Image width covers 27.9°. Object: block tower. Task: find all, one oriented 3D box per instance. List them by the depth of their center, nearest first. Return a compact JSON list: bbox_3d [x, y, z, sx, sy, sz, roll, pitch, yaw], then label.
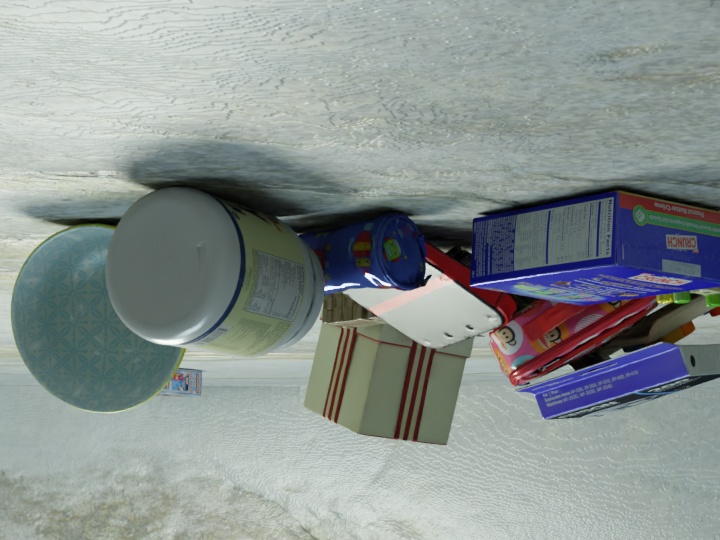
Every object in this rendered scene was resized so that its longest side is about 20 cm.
[{"bbox_3d":[0.028,0.039,1.876,0.054,0.059,0.199,10,169,-40],"label":"block tower"}]

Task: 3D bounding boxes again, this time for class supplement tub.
[{"bbox_3d":[-0.134,0.007,1.391,0.144,0.147,0.200,-3,170,27],"label":"supplement tub"}]

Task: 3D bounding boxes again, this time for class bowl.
[{"bbox_3d":[-0.265,0.042,1.567,0.198,0.203,0.108,-1,-170,12],"label":"bowl"}]

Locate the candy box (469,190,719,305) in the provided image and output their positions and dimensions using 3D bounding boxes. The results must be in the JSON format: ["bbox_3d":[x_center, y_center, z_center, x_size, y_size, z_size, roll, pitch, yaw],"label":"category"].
[{"bbox_3d":[0.233,-0.018,1.412,0.168,0.078,0.199,9,169,-38],"label":"candy box"}]

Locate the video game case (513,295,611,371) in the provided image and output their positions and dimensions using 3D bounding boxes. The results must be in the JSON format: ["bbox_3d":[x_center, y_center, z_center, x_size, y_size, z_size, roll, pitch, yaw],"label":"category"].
[{"bbox_3d":[0.241,0.075,1.826,0.180,0.026,0.200,42,-171,24],"label":"video game case"}]

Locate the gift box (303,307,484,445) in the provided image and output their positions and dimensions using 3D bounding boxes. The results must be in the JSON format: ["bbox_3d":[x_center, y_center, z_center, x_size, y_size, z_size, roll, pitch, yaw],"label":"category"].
[{"bbox_3d":[0.053,0.132,2.026,0.183,0.189,0.199,10,-177,-38],"label":"gift box"}]

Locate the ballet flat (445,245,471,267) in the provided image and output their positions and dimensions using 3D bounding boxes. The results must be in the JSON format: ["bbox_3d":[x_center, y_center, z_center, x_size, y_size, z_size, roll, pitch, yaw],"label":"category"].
[{"bbox_3d":[0.170,-0.004,1.649,0.198,0.047,0.067,0,163,-27],"label":"ballet flat"}]

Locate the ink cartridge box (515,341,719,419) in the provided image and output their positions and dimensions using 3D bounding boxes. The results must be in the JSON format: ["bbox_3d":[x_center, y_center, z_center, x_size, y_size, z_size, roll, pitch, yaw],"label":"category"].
[{"bbox_3d":[0.312,0.131,1.694,0.197,0.044,0.199,-23,163,33],"label":"ink cartridge box"}]

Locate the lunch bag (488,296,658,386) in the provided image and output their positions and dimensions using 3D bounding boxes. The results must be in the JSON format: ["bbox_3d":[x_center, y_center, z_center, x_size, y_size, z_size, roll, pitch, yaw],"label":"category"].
[{"bbox_3d":[0.240,0.051,1.621,0.199,0.082,0.176,-30,169,0],"label":"lunch bag"}]

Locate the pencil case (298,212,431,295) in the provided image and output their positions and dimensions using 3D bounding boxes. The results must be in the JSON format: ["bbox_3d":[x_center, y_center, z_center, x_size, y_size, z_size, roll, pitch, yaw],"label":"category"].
[{"bbox_3d":[-0.016,-0.010,1.493,0.086,0.079,0.199,-10,-179,-45],"label":"pencil case"}]

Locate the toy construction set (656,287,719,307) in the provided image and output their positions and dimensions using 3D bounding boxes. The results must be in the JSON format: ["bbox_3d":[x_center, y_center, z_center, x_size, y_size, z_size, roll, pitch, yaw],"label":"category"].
[{"bbox_3d":[0.378,-0.005,1.466,0.130,0.093,0.200,3,-178,-24],"label":"toy construction set"}]

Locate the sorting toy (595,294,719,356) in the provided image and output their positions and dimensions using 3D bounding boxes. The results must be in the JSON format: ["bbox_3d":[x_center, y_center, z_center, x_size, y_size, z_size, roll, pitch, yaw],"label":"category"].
[{"bbox_3d":[0.388,0.052,1.724,0.184,0.037,0.200,-27,176,-14],"label":"sorting toy"}]

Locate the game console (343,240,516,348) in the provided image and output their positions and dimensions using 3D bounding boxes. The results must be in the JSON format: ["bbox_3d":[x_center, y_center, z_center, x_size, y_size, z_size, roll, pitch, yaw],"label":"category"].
[{"bbox_3d":[0.062,0.020,1.600,0.176,0.031,0.200,35,155,-14],"label":"game console"}]

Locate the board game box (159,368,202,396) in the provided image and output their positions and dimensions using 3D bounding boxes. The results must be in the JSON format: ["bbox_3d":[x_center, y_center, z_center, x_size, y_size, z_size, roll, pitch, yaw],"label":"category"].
[{"bbox_3d":[-0.475,0.257,3.323,0.198,0.062,0.199,7,169,-29],"label":"board game box"}]
